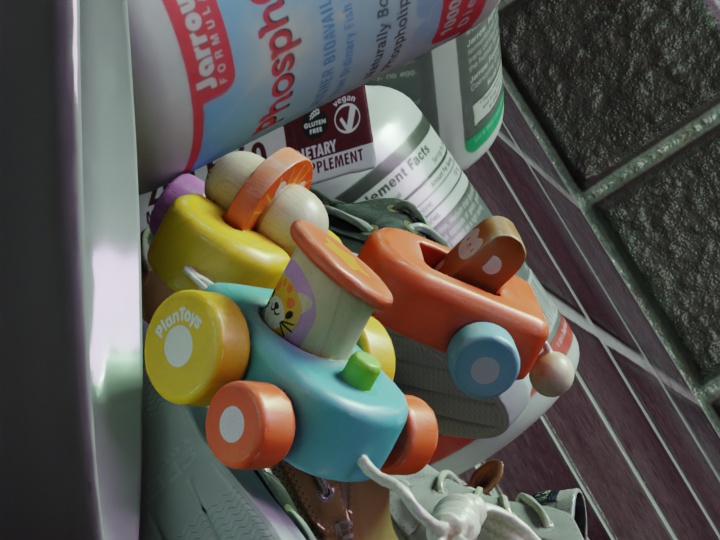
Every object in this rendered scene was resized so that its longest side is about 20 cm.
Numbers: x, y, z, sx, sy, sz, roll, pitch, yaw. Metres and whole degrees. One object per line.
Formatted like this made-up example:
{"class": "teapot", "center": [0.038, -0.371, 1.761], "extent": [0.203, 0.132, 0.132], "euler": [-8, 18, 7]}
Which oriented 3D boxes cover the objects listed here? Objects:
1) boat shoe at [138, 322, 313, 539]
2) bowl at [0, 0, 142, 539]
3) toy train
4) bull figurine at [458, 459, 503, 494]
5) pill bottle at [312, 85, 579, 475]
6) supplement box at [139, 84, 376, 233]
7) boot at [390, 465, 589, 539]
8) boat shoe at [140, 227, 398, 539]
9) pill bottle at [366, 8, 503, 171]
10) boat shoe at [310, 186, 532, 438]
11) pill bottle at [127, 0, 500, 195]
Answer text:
{"class": "boat shoe", "center": [-0.034, 0.090, 0.576], "extent": [0.071, 0.072, 0.200], "euler": [42, 16, -42]}
{"class": "bowl", "center": [-0.100, -0.019, 0.488], "extent": [0.201, 0.090, 0.201], "euler": [178, -90, -88]}
{"class": "toy train", "center": [0.011, 0.012, 0.615], "extent": [0.150, 0.056, 0.200], "euler": [25, 18, -9]}
{"class": "bull figurine", "center": [0.089, 0.176, 0.952], "extent": [0.200, 0.065, 0.121], "euler": [47, 18, -34]}
{"class": "pill bottle", "center": [0.000, -0.010, 0.947], "extent": [0.200, 0.116, 0.116], "euler": [54, 11, -11]}
{"class": "supplement box", "center": [-0.066, -0.123, 0.769], "extent": [0.061, 0.109, 0.200], "euler": [19, -57, 57]}
{"class": "boot", "center": [0.049, 0.111, 0.865], "extent": [0.200, 0.096, 0.074], "euler": [61, 11, 21]}
{"class": "boat shoe", "center": [-0.017, 0.067, 0.750], "extent": [0.200, 0.076, 0.072], "euler": [55, 11, -14]}
{"class": "pill bottle", "center": [0.007, -0.144, 0.991], "extent": [0.113, 0.113, 0.200], "euler": [-113, -169, -44]}
{"class": "boat shoe", "center": [0.000, 0.000, 0.800], "extent": [0.200, 0.071, 0.072], "euler": [24, -30, 45]}
{"class": "pill bottle", "center": [-0.057, -0.090, 0.675], "extent": [0.109, 0.200, 0.109], "euler": [40, -33, 34]}
